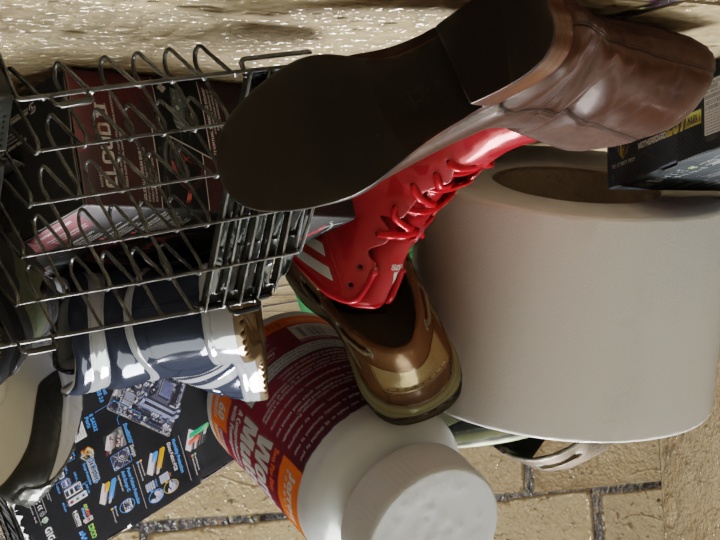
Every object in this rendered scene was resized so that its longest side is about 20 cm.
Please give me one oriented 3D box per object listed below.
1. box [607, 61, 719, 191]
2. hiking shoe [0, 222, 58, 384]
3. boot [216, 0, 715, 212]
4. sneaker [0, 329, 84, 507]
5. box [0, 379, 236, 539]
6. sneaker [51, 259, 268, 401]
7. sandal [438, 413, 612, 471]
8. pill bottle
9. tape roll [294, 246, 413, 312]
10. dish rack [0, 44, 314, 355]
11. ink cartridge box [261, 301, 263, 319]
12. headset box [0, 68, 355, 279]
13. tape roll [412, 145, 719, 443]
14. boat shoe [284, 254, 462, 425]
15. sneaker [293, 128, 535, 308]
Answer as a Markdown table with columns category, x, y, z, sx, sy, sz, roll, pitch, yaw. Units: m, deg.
| category | x | y | z | sx | sy | sz | roll | pitch | yaw |
| --- | --- | --- | --- | --- | --- | --- | --- | --- | --- |
| box | 0.245 | -0.080 | 1.086 | 0.156 | 0.052 | 0.200 | 1 | 175 | -12 |
| hiking shoe | -0.237 | -0.009 | 0.910 | 0.200 | 0.101 | 0.076 | 39 | 137 | -16 |
| boot | 0.055 | -0.072 | 0.891 | 0.185 | 0.065 | 0.199 | -19 | 172 | 28 |
| sneaker | -0.207 | 0.041 | 1.057 | 0.080 | 0.201 | 0.074 | 18 | 131 | -39 |
| box | -0.153 | 0.073 | 1.214 | 0.198 | 0.201 | 0.050 | -33 | -134 | -22 |
| sneaker | -0.108 | 0.037 | 1.051 | 0.107 | 0.071 | 0.200 | -8 | 169 | 0 |
| sandal | 0.134 | 0.102 | 1.249 | 0.199 | 0.058 | 0.080 | -3 | -163 | -24 |
| pill bottle | -0.007 | 0.113 | 1.180 | 0.109 | 0.111 | 0.200 | 0 | -156 | -32 |
| tape roll | 0.045 | -0.008 | 1.486 | 0.199 | 0.049 | 0.200 | -20 | -173 | 3 |
| dish rack | -0.108 | -0.038 | 0.881 | 0.198 | 0.154 | 0.055 | -10 | -139 | -33 |
| ink cartridge box | -0.167 | 0.006 | 1.299 | 0.199 | 0.146 | 0.084 | 0 | 175 | -40 |
| headset box | -0.127 | -0.043 | 1.019 | 0.199 | 0.076 | 0.148 | 1 | 163 | -42 |
| tape roll | 0.130 | 0.010 | 1.206 | 0.200 | 0.141 | 0.203 | 4 | -165 | -1 |
| boat shoe | 0.000 | 0.000 | 1.143 | 0.075 | 0.200 | 0.074 | -29 | 140 | -7 |
| sneaker | 0.038 | -0.039 | 1.048 | 0.199 | 0.117 | 0.078 | -7 | 174 | 43 |
